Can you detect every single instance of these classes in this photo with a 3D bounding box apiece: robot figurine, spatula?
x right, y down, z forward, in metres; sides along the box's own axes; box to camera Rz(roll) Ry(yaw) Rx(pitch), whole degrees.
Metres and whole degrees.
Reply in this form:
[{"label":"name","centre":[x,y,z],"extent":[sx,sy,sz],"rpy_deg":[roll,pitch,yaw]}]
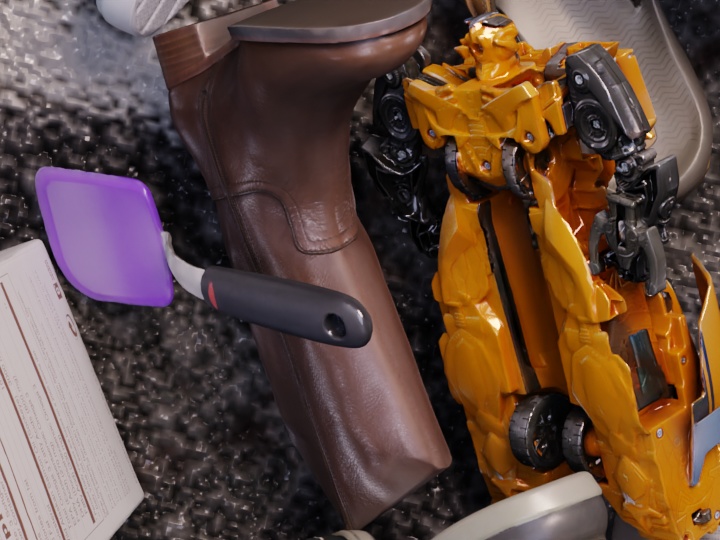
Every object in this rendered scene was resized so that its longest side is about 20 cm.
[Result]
[{"label":"robot figurine","centre":[0.072,0.000,0.892],"extent":[0.145,0.058,0.200],"rpy_deg":[7,117,47]},{"label":"spatula","centre":[-0.059,0.001,0.900],"extent":[0.021,0.200,0.057],"rpy_deg":[-25,116,-30]}]

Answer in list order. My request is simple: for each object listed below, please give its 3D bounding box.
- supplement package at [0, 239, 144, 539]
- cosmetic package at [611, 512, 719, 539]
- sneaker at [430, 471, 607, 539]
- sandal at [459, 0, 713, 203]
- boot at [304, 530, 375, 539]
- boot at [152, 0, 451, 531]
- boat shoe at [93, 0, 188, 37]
[{"label":"supplement package","centre":[-0.169,0.073,0.893],"extent":[0.117,0.200,0.118],"rpy_deg":[-20,95,10]},{"label":"cosmetic package","centre":[0.124,0.159,0.871],"extent":[0.081,0.200,0.113],"rpy_deg":[0,99,7]},{"label":"sneaker","centre":[0.054,0.160,0.896],"extent":[0.106,0.075,0.200],"rpy_deg":[59,142,24]},{"label":"sandal","centre":[0.064,-0.107,0.913],"extent":[0.082,0.055,0.200],"rpy_deg":[-29,94,10]},{"label":"boot","centre":[-0.091,0.159,0.873],"extent":[0.153,0.074,0.204],"rpy_deg":[10,136,-30]},{"label":"boot","centre":[0.000,0.000,0.878],"extent":[0.064,0.186,0.200],"rpy_deg":[-20,99,-21]},{"label":"boat shoe","centre":[-0.064,-0.188,0.917],"extent":[0.071,0.072,0.200],"rpy_deg":[24,90,12]}]
